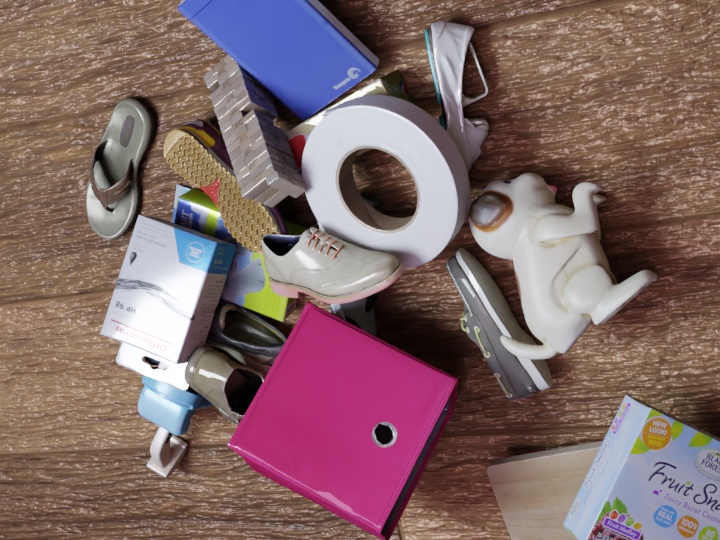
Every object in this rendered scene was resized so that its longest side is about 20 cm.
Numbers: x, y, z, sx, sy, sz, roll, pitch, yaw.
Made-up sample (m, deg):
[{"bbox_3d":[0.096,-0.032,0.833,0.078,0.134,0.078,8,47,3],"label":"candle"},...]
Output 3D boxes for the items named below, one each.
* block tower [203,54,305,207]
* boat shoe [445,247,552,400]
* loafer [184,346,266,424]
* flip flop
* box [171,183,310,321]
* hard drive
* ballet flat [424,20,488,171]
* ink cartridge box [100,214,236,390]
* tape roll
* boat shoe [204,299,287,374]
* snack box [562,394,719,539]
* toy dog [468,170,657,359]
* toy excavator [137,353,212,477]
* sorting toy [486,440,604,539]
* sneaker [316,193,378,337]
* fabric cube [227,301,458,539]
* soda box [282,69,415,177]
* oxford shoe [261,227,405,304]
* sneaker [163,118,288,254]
[{"bbox_3d":[-0.128,-0.167,1.205,0.058,0.054,0.201,-35,60,24],"label":"block tower"},{"bbox_3d":[0.155,0.068,1.226,0.060,0.072,0.202,-30,100,23],"label":"boat shoe"},{"bbox_3d":[-0.150,0.166,1.328,0.067,0.200,0.076,23,80,39],"label":"loafer"},{"bbox_3d":[-0.327,-0.133,1.354,0.081,0.058,0.200,29,117,10],"label":"flip flop"},{"bbox_3d":[-0.171,-0.026,1.338,0.199,0.048,0.122,19,115,14],"label":"box"},{"bbox_3d":[-0.094,-0.270,1.168,0.200,0.025,0.132,39,135,-25],"label":"hard drive"},{"bbox_3d":[0.115,-0.183,1.160,0.069,0.069,0.201,-1,108,22],"label":"ballet flat"},{"bbox_3d":[-0.248,0.043,1.290,0.115,0.067,0.201,19,93,14],"label":"ink cartridge box"},{"bbox_3d":[0.026,-0.098,1.149,0.202,0.037,0.203,17,126,25],"label":"tape roll"},{"bbox_3d":[-0.181,0.068,1.355,0.200,0.072,0.066,26,139,5],"label":"boat shoe"},{"bbox_3d":[0.354,0.258,1.147,0.200,0.068,0.169,26,91,-16],"label":"snack box"},{"bbox_3d":[0.208,-0.019,1.144,0.194,0.139,0.200,-43,77,21],"label":"toy dog"},{"bbox_3d":[-0.261,0.196,1.416,0.100,0.194,0.200,29,89,9],"label":"toy excavator"},{"bbox_3d":[0.285,0.298,1.260,0.199,0.070,0.199,-15,102,26],"label":"sorting toy"},{"bbox_3d":[0.000,0.000,1.265,0.079,0.074,0.201,-4,107,18],"label":"sneaker"},{"bbox_3d":[-0.013,0.187,1.227,0.199,0.200,0.197,27,75,12],"label":"fabric cube"},{"bbox_3d":[-0.030,-0.161,1.222,0.200,0.064,0.068,-25,98,28],"label":"soda box"},{"bbox_3d":[-0.040,-0.010,1.175,0.199,0.071,0.074,-1,123,37],"label":"oxford shoe"},{"bbox_3d":[-0.149,-0.110,1.271,0.200,0.090,0.075,49,126,-1],"label":"sneaker"}]
